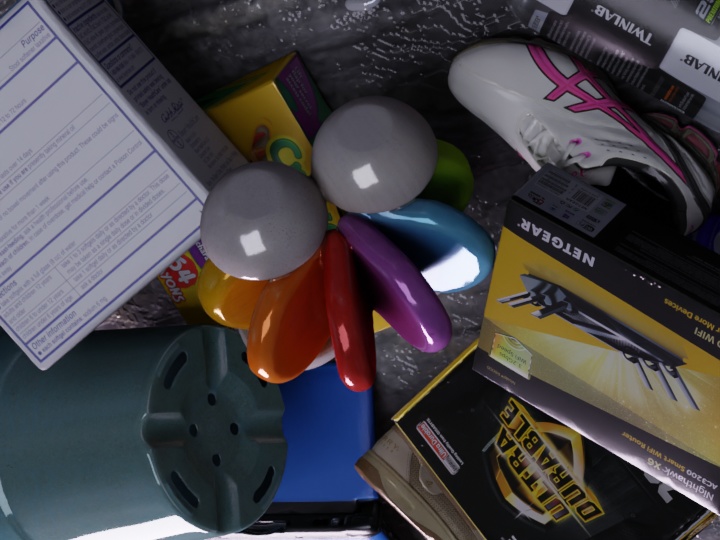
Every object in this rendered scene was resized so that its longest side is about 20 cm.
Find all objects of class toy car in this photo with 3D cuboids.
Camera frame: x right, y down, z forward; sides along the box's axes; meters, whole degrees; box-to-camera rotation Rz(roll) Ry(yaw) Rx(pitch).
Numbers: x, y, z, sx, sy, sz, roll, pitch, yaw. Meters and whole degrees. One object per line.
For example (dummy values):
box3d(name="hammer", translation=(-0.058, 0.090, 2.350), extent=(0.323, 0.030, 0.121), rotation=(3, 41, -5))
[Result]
box3d(name="toy car", translation=(0.000, 0.000, 1.387), extent=(0.150, 0.199, 0.175), rotation=(55, 171, 33))

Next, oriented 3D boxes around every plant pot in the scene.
box3d(name="plant pot", translation=(-0.171, 0.125, 1.549), extent=(0.195, 0.200, 0.201), rotation=(-10, 115, 39))

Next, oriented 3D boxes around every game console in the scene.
box3d(name="game console", translation=(-0.059, 0.166, 1.679), extent=(0.199, 0.119, 0.171), rotation=(-3, 148, 24))

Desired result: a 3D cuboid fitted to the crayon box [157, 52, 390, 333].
box3d(name="crayon box", translation=(-0.072, -0.032, 1.543), extent=(0.172, 0.058, 0.201), rotation=(-22, 109, 31))

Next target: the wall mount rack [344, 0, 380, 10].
box3d(name="wall mount rack", translation=(-0.080, -0.220, 1.365), extent=(0.173, 0.200, 0.075), rotation=(14, 84, 34))

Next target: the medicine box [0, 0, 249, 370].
box3d(name="medicine box", translation=(-0.207, -0.071, 1.458), extent=(0.182, 0.103, 0.200), rotation=(-38, 98, 19))

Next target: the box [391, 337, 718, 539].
box3d(name="box", translation=(0.143, 0.128, 1.479), extent=(0.160, 0.049, 0.200), rotation=(-42, 70, 11))

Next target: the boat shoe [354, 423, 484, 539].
box3d(name="boat shoe", translation=(0.080, 0.187, 1.599), extent=(0.065, 0.071, 0.200), rotation=(-47, 121, -6))

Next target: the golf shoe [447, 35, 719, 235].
box3d(name="golf shoe", translation=(0.144, -0.088, 1.405), extent=(0.199, 0.092, 0.073), rotation=(28, 126, 6))

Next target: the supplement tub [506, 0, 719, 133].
box3d(name="supplement tub", translation=(0.175, -0.181, 1.318), extent=(0.199, 0.123, 0.123), rotation=(29, 125, 3))

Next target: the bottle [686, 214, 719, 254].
box3d(name="bottle", translation=(0.246, -0.002, 1.419), extent=(0.199, 0.084, 0.066), rotation=(-8, 116, 26))

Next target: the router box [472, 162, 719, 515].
box3d(name="router box", translation=(0.176, 0.044, 1.371), extent=(0.199, 0.052, 0.158), rotation=(30, 137, 22))

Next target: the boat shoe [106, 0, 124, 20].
box3d(name="boat shoe", translation=(-0.222, -0.126, 1.537), extent=(0.072, 0.072, 0.201), rotation=(31, 111, 1))
